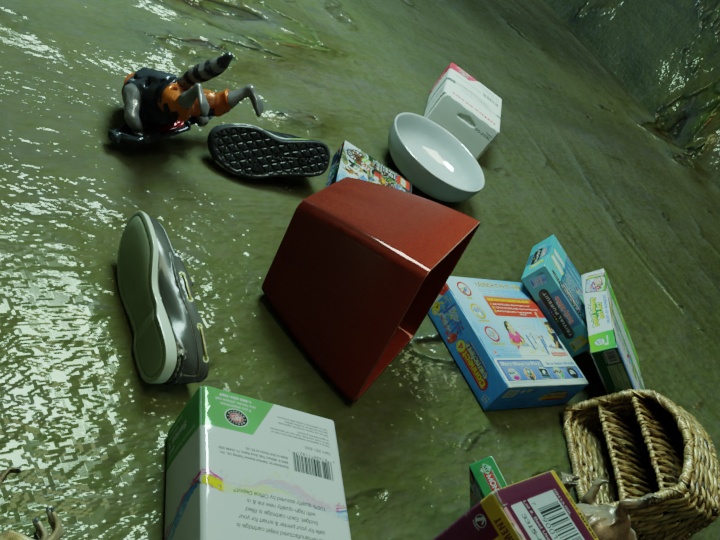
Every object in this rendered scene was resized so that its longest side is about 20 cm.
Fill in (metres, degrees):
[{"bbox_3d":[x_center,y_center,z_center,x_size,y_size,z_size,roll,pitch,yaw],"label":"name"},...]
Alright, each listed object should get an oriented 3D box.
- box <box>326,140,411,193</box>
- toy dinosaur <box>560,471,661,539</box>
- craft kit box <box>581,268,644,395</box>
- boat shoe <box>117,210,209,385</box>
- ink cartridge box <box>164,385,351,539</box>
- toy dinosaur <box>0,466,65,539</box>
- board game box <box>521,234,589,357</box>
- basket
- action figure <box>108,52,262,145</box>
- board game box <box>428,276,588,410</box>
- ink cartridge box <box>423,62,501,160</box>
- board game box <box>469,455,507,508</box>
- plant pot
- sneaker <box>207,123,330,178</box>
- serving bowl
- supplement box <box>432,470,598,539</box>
[{"bbox_3d":[0.013,-0.109,1.266,0.136,0.038,0.200,30,33,-16],"label":"box"},{"bbox_3d":[0.276,0.322,0.978,0.199,0.136,0.086,10,-4,-7],"label":"toy dinosaur"},{"bbox_3d":[0.403,0.133,1.280,0.201,0.048,0.198,61,26,-27],"label":"craft kit box"},{"bbox_3d":[-0.204,0.028,0.843,0.060,0.072,0.202,13,47,-42],"label":"boat shoe"},{"bbox_3d":[-0.090,0.217,0.708,0.144,0.084,0.201,21,36,-28],"label":"ink cartridge box"},{"bbox_3d":[-0.268,0.208,0.580,0.101,0.058,0.200,-27,62,-41],"label":"toy dinosaur"},{"bbox_3d":[0.335,0.037,1.352,0.151,0.047,0.200,56,23,-4],"label":"board game box"},{"bbox_3d":[0.384,0.251,1.108,0.149,0.143,0.200,31,32,-15],"label":"basket"},{"bbox_3d":[-0.222,-0.229,1.046,0.193,0.105,0.200,8,27,29],"label":"action figure"},{"bbox_3d":[0.211,0.104,1.193,0.199,0.056,0.196,6,45,-43],"label":"board game box"},{"bbox_3d":[0.219,-0.339,1.724,0.144,0.084,0.200,34,31,-10],"label":"ink cartridge box"},{"bbox_3d":[0.167,0.307,0.837,0.029,0.135,0.201,-22,56,-6],"label":"board game box"},{"bbox_3d":[0.000,0.000,0.988,0.176,0.200,0.200,33,30,10],"label":"plant pot"},{"bbox_3d":[-0.138,-0.169,1.179,0.199,0.072,0.083,7,10,-36],"label":"sneaker"},{"bbox_3d":[0.126,-0.191,1.461,0.199,0.066,0.201,27,33,-19],"label":"serving bowl"},{"bbox_3d":[0.117,0.290,0.724,0.103,0.200,0.131,-1,50,-46],"label":"supplement box"}]
